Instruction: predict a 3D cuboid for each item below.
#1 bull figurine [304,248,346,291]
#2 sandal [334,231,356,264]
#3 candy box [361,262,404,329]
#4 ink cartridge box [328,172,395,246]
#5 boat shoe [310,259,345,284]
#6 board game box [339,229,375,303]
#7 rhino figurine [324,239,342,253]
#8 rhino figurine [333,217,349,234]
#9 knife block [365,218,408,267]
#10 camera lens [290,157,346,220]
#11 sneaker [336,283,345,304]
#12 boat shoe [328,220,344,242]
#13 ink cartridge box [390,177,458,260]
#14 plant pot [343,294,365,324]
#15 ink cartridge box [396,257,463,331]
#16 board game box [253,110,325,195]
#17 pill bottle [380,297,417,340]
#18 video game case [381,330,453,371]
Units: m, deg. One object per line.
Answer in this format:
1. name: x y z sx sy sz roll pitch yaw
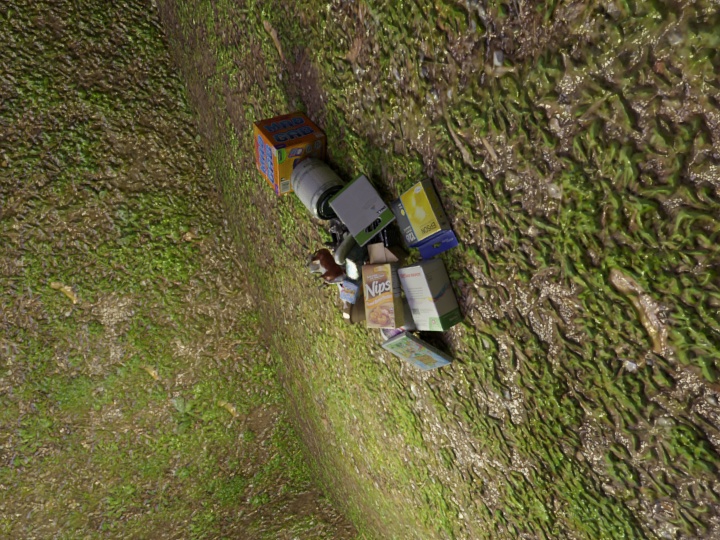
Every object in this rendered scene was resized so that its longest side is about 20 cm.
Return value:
1. bull figurine: -0.116 0.002 1.790 0.200 0.121 0.065 54 161 38
2. sandal: -0.041 -0.095 1.672 0.049 0.203 0.083 13 125 21
3. candy box: 0.070 0.078 1.596 0.115 0.055 0.202 -3 94 39
4. ink cartridge box: 0.013 -0.185 1.612 0.201 0.148 0.076 56 -168 22
5. boat shoe: -0.091 0.014 1.885 0.075 0.200 0.087 142 138 -64
6. board game box: 0.000 0.000 1.706 0.061 0.200 0.201 20 144 17
7. rhino figurine: -0.056 -0.074 1.804 0.087 0.199 0.060 28 98 41
8. rhino figurine: -0.037 -0.149 1.825 0.200 0.087 0.060 42 117 44
9. knife block: 0.061 -0.060 1.657 0.175 0.064 0.201 43 124 24
10. camera lens: -0.143 -0.291 1.827 0.200 0.159 0.161 49 149 34
11. sneaker: -0.065 0.062 1.983 0.084 0.072 0.202 -1 109 63
12. boat shoe: -0.090 -0.123 1.972 0.067 0.057 0.202 -8 102 65
13. ink cartridge box: 0.177 -0.137 1.463 0.197 0.047 0.201 -29 82 64
14. plant pot: 0.016 0.107 1.856 0.092 0.201 0.202 15 132 14
15. ink cartridge box: 0.205 0.072 1.521 0.145 0.083 0.202 -9 102 64
16. board game box: -0.264 -0.440 1.899 0.200 0.199 0.201 50 149 34
17. pill bottle: 0.135 0.173 1.705 0.113 0.112 0.200 61 153 14
18. video game case: 0.183 0.269 1.674 0.181 0.022 0.200 31 154 -9
